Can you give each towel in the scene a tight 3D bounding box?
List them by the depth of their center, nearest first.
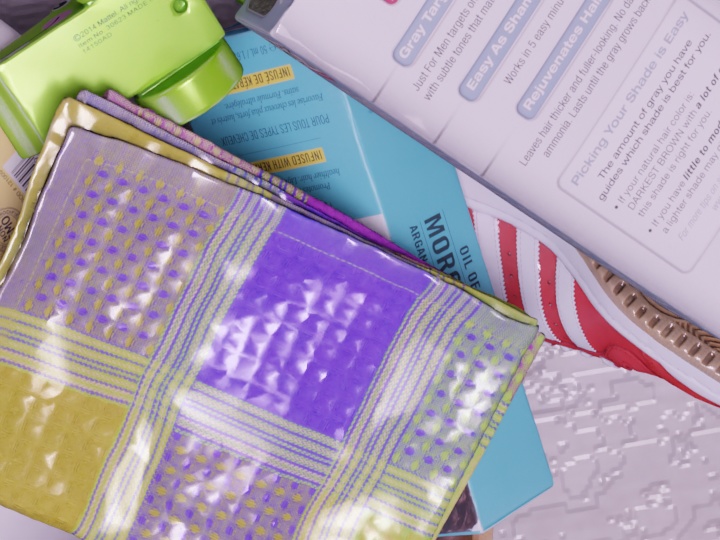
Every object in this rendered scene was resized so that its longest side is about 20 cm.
[{"bbox_3d":[-0.046,0.040,0.926,0.199,0.023,0.144,27,94,-20],"label":"towel"}]

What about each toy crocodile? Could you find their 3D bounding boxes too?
[{"bbox_3d":[-0.047,-0.111,0.929,0.200,0.062,0.068,-39,110,-5],"label":"toy crocodile"}]

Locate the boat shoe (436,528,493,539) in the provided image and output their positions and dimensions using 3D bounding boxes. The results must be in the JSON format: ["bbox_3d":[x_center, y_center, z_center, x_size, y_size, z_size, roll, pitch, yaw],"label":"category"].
[{"bbox_3d":[0.016,0.129,1.098,0.070,0.070,0.201,-1,108,-10],"label":"boat shoe"}]

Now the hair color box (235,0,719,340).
[{"bbox_3d":[0.069,-0.070,0.904,0.200,0.061,0.099,33,91,-19],"label":"hair color box"}]

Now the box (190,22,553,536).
[{"bbox_3d":[0.000,0.000,1.001,0.082,0.049,0.201,-10,102,42],"label":"box"}]

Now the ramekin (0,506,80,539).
[{"bbox_3d":[-0.111,0.123,1.065,0.199,0.105,0.201,-2,109,-6],"label":"ramekin"}]

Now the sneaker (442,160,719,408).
[{"bbox_3d":[0.071,0.014,1.030,0.200,0.071,0.113,38,132,19],"label":"sneaker"}]

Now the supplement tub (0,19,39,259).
[{"bbox_3d":[-0.195,0.006,0.956,0.145,0.145,0.200,47,62,-17],"label":"supplement tub"}]
